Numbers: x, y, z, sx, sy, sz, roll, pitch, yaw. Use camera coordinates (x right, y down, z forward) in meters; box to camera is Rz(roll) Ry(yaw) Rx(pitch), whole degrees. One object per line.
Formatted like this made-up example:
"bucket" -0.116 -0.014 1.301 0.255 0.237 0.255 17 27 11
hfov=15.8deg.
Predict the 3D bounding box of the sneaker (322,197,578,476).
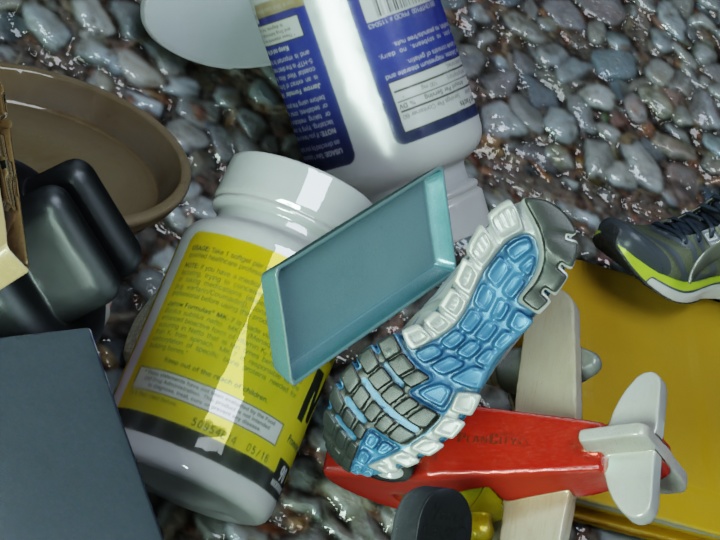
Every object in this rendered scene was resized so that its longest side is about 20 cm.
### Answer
"sneaker" 0.058 0.044 1.545 0.075 0.200 0.087 44 3 6

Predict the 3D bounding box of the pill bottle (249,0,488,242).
"pill bottle" 0.012 -0.111 1.701 0.120 0.120 0.200 -24 98 -41

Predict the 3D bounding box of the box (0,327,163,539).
"box" -0.198 0.144 1.355 0.107 0.200 0.149 -7 63 -32

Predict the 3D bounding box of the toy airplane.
"toy airplane" 0.104 0.126 1.607 0.200 0.141 0.199 -36 60 -16

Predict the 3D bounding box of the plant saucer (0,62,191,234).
"plant saucer" -0.202 -0.070 1.576 0.200 0.030 0.200 14 28 -8

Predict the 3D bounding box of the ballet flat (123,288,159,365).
"ballet flat" -0.078 0.009 1.626 0.067 0.062 0.200 43 47 1

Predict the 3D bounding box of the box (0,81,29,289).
"box" -0.261 -0.003 1.340 0.021 0.200 0.164 49 15 -37

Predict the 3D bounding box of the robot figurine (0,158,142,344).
"robot figurine" -0.221 0.013 1.405 0.150 0.200 0.125 26 44 -58

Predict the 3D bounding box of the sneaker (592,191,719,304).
"sneaker" 0.243 -0.024 1.822 0.200 0.081 0.074 6 24 -42

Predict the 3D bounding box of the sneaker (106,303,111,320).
"sneaker" -0.180 0.044 1.526 0.105 0.075 0.200 -7 59 -30

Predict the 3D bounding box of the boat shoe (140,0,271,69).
"boat shoe" -0.057 -0.175 1.776 0.200 0.069 0.057 0 14 -20

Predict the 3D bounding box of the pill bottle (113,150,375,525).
"pill bottle" -0.070 0.039 1.526 0.114 0.114 0.200 26 75 -15

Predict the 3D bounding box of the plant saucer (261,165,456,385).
"plant saucer" 0.000 0.000 1.502 0.200 0.019 0.070 -34 121 -55

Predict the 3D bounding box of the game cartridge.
"game cartridge" 0.185 0.090 1.764 0.176 0.032 0.200 16 49 -23

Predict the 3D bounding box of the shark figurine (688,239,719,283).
"shark figurine" 0.314 0.043 1.799 0.128 0.089 0.215 -41 113 -51

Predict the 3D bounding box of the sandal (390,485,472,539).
"sandal" 0.042 0.226 1.497 0.076 0.043 0.200 0 93 -54
